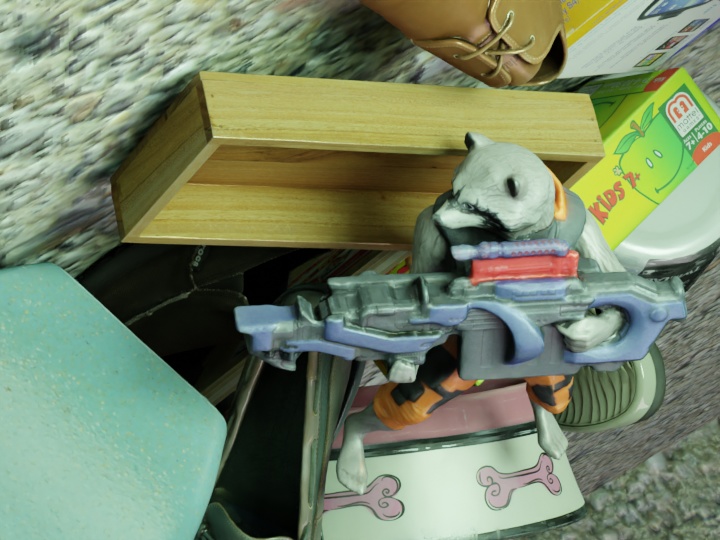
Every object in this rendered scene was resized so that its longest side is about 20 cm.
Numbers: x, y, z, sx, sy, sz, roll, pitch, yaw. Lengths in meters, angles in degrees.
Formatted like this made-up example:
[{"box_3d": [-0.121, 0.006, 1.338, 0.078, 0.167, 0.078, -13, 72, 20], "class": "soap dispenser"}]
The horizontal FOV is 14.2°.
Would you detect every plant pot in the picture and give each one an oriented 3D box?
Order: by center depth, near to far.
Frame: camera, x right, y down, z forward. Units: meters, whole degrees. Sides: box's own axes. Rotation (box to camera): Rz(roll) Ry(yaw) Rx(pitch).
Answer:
[{"box_3d": [-0.172, 0.113, 1.320, 0.200, 0.196, 0.196, -47, 175, -25], "class": "plant pot"}]

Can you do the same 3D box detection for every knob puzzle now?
[{"box_3d": [0.000, 0.000, 1.495, 0.219, 0.030, 0.220, -40, -173, 6], "class": "knob puzzle"}]

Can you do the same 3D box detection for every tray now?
[{"box_3d": [-0.001, -0.047, 1.291, 0.199, 0.037, 0.099, 2, 153, -30], "class": "tray"}]

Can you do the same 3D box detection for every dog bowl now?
[{"box_3d": [0.014, 0.099, 1.478, 0.198, 0.074, 0.200, -6, 180, 0], "class": "dog bowl"}]

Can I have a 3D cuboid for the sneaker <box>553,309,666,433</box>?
[{"box_3d": [0.131, 0.041, 1.559, 0.106, 0.075, 0.200, 1, -172, -27], "class": "sneaker"}]

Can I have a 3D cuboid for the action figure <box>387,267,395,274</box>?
[{"box_3d": [-0.022, 0.028, 1.673, 0.065, 0.052, 0.200, -31, 164, -32], "class": "action figure"}]

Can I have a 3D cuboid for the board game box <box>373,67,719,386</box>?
[{"box_3d": [0.092, -0.023, 1.516, 0.200, 0.048, 0.101, -44, -164, -20], "class": "board game box"}]

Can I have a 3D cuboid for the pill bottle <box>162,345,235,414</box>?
[{"box_3d": [-0.062, 0.113, 1.635, 0.112, 0.112, 0.200, -35, 149, 16], "class": "pill bottle"}]

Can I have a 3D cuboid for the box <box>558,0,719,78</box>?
[{"box_3d": [0.149, -0.145, 1.438, 0.119, 0.042, 0.200, -38, 169, 26], "class": "box"}]

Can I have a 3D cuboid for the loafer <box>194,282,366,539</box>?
[{"box_3d": [-0.049, 0.104, 1.359, 0.063, 0.071, 0.201, -16, 121, -75], "class": "loafer"}]

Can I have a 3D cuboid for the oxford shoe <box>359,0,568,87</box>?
[{"box_3d": [0.050, -0.115, 1.231, 0.071, 0.072, 0.200, -34, 167, 18], "class": "oxford shoe"}]

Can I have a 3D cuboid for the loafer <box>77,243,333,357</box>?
[{"box_3d": [-0.073, 0.007, 1.402, 0.200, 0.072, 0.073, -38, 167, 26], "class": "loafer"}]

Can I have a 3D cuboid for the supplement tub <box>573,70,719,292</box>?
[{"box_3d": [0.146, -0.027, 1.696, 0.122, 0.123, 0.200, -28, 168, -18], "class": "supplement tub"}]

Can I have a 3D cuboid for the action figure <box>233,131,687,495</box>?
[{"box_3d": [0.033, 0.015, 1.293, 0.198, 0.105, 0.194, 2, 137, -13], "class": "action figure"}]
